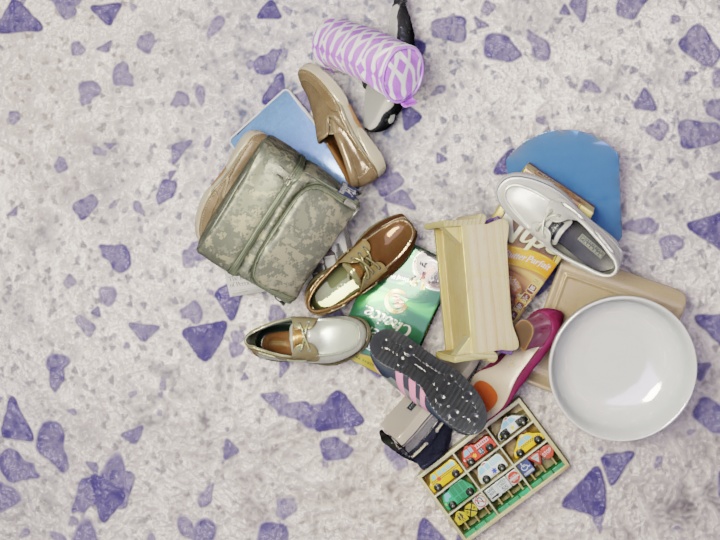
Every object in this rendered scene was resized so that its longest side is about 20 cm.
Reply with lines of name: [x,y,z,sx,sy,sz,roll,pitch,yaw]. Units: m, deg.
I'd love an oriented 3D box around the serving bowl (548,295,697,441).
serving bowl: [0.356,0.129,1.132,0.197,0.066,0.203,1,100,6]

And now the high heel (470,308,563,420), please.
high heel: [0.228,0.141,1.183,0.068,0.095,0.201,49,128,28]

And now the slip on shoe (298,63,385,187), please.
slip on shoe: [-0.041,-0.215,1.221,0.060,0.076,0.201,-34,93,-14]

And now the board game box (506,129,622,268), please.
board game box: [0.297,-0.106,1.190,0.156,0.039,0.203,-3,106,17]

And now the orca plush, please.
orca plush: [0.058,-0.306,1.230,0.105,0.070,0.203,2,87,54]

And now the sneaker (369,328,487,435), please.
sneaker: [0.097,0.163,1.160,0.200,0.082,0.070,41,72,20]

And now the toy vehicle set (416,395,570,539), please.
toy vehicle set: [0.199,0.299,1.229,0.199,0.027,0.125,-40,85,9]

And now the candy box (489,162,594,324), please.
candy box: [0.231,-0.038,1.175,0.115,0.055,0.201,34,113,6]

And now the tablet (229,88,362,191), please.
tablet: [-0.101,-0.168,1.273,0.130,0.014,0.201,-39,86,9]

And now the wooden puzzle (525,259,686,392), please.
wooden puzzle: [0.350,0.096,1.188,0.183,0.037,0.202,19,99,9]

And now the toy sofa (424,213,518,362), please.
toy sofa: [0.153,0.025,1.135,0.096,0.083,0.203,-6,91,-15]

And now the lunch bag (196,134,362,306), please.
lunch bag: [-0.113,-0.071,1.159,0.167,0.139,0.201,33,99,-13]

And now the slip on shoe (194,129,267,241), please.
slip on shoe: [-0.186,-0.115,1.247,0.061,0.076,0.201,40,102,38]

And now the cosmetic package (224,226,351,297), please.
cosmetic package: [-0.112,-0.018,1.254,0.197,0.051,0.084,-10,100,10]

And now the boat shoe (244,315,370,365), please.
boat shoe: [-0.083,0.106,1.222,0.198,0.068,0.076,-11,75,26]

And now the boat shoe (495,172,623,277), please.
boat shoe: [0.266,-0.062,1.092,0.199,0.065,0.074,32,111,6]

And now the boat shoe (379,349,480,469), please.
boat shoe: [0.121,0.204,1.227,0.200,0.075,0.093,-44,121,-7]

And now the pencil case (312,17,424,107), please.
pencil case: [0.007,-0.301,1.167,0.083,0.200,0.086,-21,126,-26]

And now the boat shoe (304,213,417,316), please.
boat shoe: [0.000,0.000,1.181,0.200,0.074,0.076,-42,93,9]

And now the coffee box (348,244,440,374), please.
coffee box: [0.053,0.058,1.237,0.122,0.044,0.202,26,96,8]
